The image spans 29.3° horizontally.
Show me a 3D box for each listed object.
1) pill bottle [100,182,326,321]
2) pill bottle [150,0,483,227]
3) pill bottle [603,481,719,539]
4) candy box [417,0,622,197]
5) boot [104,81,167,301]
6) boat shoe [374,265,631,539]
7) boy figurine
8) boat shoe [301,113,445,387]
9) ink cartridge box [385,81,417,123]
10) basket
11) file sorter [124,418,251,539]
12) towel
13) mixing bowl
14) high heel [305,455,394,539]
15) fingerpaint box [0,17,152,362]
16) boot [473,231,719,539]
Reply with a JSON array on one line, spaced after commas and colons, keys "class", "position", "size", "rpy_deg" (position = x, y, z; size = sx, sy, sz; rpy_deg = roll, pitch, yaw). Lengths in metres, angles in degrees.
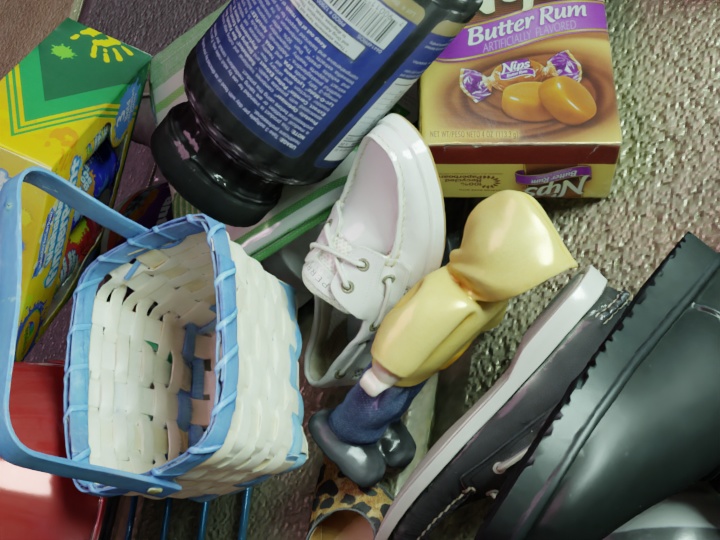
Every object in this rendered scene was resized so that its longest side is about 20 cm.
[{"class": "pill bottle", "position": [-0.092, -0.019, 0.999], "size": [0.200, 0.111, 0.112], "rpy_deg": [-8, 60, 47]}, {"class": "pill bottle", "position": [-0.032, -0.122, 0.803], "size": [0.200, 0.112, 0.112], "rpy_deg": [-46, 38, 25]}, {"class": "pill bottle", "position": [0.135, 0.167, 0.597], "size": [0.113, 0.113, 0.200], "rpy_deg": [-29, 46, 36]}, {"class": "candy box", "position": [0.092, -0.140, 0.854], "size": [0.116, 0.057, 0.200], "rpy_deg": [0, 55, 0]}, {"class": "boot", "position": [-0.177, -0.062, 1.182], "size": [0.182, 0.072, 0.200], "rpy_deg": [-5, 69, 51]}, {"class": "boat shoe", "position": [0.084, 0.090, 0.756], "size": [0.200, 0.060, 0.074], "rpy_deg": [-51, -3, 12]}, {"class": "boy figurine", "position": [0.052, 0.035, 0.792], "size": [0.064, 0.124, 0.200], "rpy_deg": [48, 122, 16]}, {"class": "boat shoe", "position": [0.000, 0.000, 0.827], "size": [0.071, 0.069, 0.200], "rpy_deg": [50, 145, 40]}, {"class": "ink cartridge box", "position": [0.003, -0.147, 1.025], "size": [0.200, 0.050, 0.109], "rpy_deg": [-34, 44, 33]}, {"class": "basket", "position": [-0.128, 0.050, 0.796], "size": [0.139, 0.200, 0.177], "rpy_deg": [-22, 54, 29]}, {"class": "file sorter", "position": [-0.189, 0.177, 0.964], "size": [0.200, 0.139, 0.123], "rpy_deg": [-17, 57, 44]}, {"class": "towel", "position": [-0.073, -0.098, 0.921], "size": [0.152, 0.023, 0.200], "rpy_deg": [-31, 55, 24]}, {"class": "mixing bowl", "position": [-0.259, 0.140, 0.873], "size": [0.200, 0.108, 0.201], "rpy_deg": [-25, 55, 40]}, {"class": "high heel", "position": [-0.033, 0.164, 0.776], "size": [0.071, 0.142, 0.200], "rpy_deg": [-40, 41, 26]}, {"class": "fingerpaint box", "position": [-0.227, -0.048, 0.970], "size": [0.167, 0.073, 0.200], "rpy_deg": [-64, -3, -53]}, {"class": "boot", "position": [0.156, 0.084, 0.550], "size": [0.198, 0.162, 0.073], "rpy_deg": [-45, -12, -39]}]
